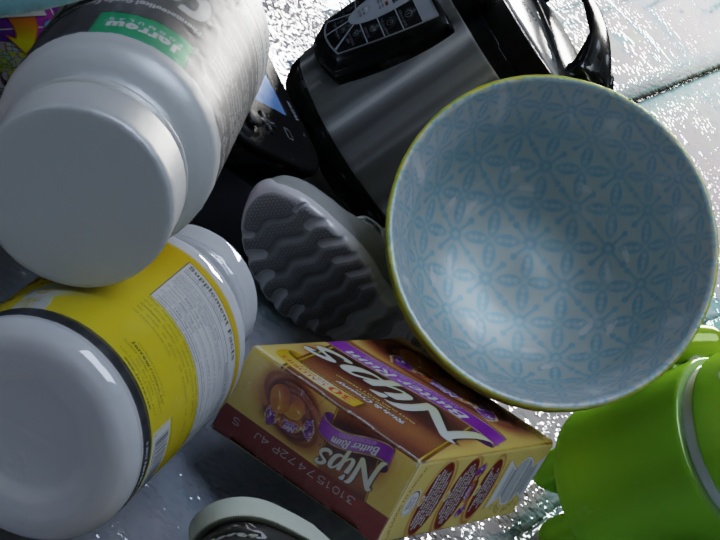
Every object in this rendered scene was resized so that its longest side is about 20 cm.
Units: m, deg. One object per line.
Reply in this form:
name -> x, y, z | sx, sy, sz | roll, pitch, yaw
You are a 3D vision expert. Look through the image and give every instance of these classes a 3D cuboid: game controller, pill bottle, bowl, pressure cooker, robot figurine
game controller -> -0.089, -0.140, 1.450 | 0.104, 0.042, 0.201 | 12, 44, -48
pill bottle -> -0.116, -0.080, 1.165 | 0.113, 0.113, 0.200 | 40, 27, -13
pill bottle -> -0.124, 0.045, 1.169 | 0.112, 0.112, 0.200 | 46, 27, -1
bowl -> 0.106, -0.007, 1.413 | 0.200, 0.200, 0.108 | 49, -13, 5
pressure cooker -> 0.072, -0.118, 1.540 | 0.177, 0.199, 0.179 | 59, 14, 11
robot figurine -> 0.199, 0.119, 1.431 | 0.115, 0.199, 0.177 | 22, 55, -42

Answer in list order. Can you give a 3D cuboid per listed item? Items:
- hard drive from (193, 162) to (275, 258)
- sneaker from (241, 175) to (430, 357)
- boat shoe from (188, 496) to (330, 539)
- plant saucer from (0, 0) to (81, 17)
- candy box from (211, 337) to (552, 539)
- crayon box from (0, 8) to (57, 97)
hard drive -> -0.119, -0.102, 1.449 | 0.200, 0.042, 0.135 | 38, 28, -16
sneaker -> 0.000, 0.000, 1.445 | 0.200, 0.074, 0.082 | 42, 37, -34
boat shoe -> -0.002, 0.184, 1.211 | 0.200, 0.072, 0.061 | 25, 37, -23
plant saucer -> -0.180, -0.179, 1.218 | 0.200, 0.199, 0.028 | -71, 155, -60
candy box -> 0.017, 0.091, 1.306 | 0.116, 0.057, 0.200 | 34, 14, 21
crayon box -> -0.193, -0.135, 1.319 | 0.172, 0.058, 0.201 | -7, 57, -37
